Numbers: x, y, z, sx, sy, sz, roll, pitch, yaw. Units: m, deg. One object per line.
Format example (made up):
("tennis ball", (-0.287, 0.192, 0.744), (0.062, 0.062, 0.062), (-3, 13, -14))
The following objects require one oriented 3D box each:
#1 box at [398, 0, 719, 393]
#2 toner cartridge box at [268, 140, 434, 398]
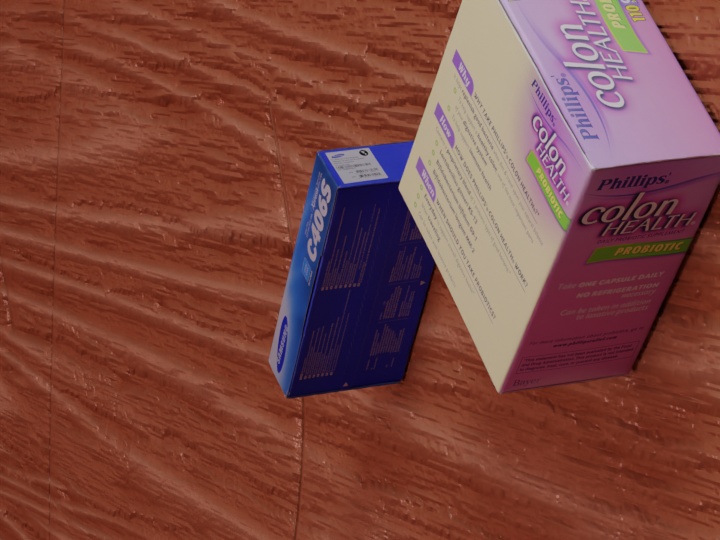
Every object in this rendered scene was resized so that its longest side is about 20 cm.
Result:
("box", (0.118, -0.060, 1.663), (0.201, 0.096, 0.176), (108, 146, -45))
("toner cartridge box", (0.000, 0.000, 1.948), (0.043, 0.094, 0.201), (-119, 32, -42))
